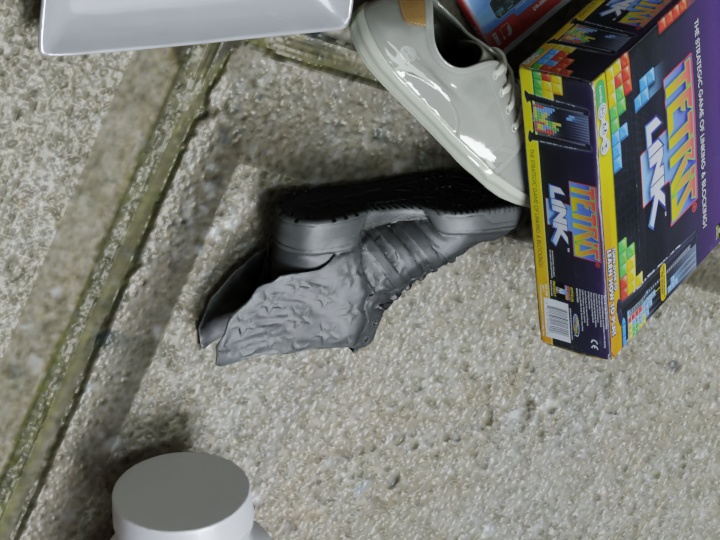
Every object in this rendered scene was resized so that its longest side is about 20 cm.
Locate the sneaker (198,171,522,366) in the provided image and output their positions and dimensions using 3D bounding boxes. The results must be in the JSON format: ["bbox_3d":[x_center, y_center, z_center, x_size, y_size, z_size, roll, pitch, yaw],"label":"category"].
[{"bbox_3d":[0.001,0.001,1.713,0.199,0.060,0.105,-5,119,-26],"label":"sneaker"}]

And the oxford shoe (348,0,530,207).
[{"bbox_3d":[0.072,-0.104,1.683,0.058,0.075,0.200,-32,130,20],"label":"oxford shoe"}]

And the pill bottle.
[{"bbox_3d":[-0.103,0.218,1.728,0.112,0.112,0.201,-18,123,-24],"label":"pill bottle"}]

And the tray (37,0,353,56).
[{"bbox_3d":[-0.091,-0.181,1.573,0.199,0.022,0.108,-8,120,-29],"label":"tray"}]

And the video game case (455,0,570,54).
[{"bbox_3d":[0.092,-0.240,1.660,0.143,0.017,0.200,-40,130,-8],"label":"video game case"}]

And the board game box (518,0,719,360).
[{"bbox_3d":[0.168,-0.072,1.735,0.165,0.057,0.201,-42,136,-41],"label":"board game box"}]
